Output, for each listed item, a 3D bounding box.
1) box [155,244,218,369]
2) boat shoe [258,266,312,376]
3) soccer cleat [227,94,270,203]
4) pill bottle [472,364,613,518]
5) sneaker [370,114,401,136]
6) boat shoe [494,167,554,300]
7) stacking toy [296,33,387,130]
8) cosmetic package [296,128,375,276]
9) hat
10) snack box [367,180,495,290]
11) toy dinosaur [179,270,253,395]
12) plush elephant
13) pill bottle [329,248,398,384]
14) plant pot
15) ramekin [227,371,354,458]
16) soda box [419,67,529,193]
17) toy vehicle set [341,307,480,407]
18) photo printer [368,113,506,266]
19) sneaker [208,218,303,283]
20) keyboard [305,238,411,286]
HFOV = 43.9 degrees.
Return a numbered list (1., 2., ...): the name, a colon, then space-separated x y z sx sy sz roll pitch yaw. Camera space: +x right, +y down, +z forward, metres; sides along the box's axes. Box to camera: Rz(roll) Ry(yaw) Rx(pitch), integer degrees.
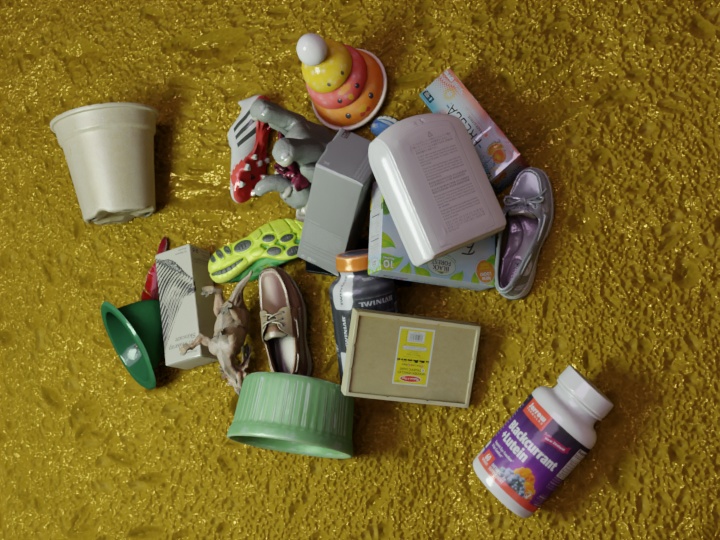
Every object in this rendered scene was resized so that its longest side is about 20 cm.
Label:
1. box: -0.303 0.065 1.571 0.081 0.068 0.204 -17 72 21
2. boat shoe: -0.128 0.092 1.460 0.074 0.072 0.204 -17 87 19
3. soccer cleat: -0.205 -0.216 1.592 0.084 0.068 0.204 5 78 34
4. pill bottle: 0.259 0.236 1.254 0.111 0.111 0.201 43 98 25
5. sneaker: 0.076 -0.171 1.443 0.089 0.078 0.201 -44 65 7
6. boat shoe: 0.243 -0.060 1.350 0.073 0.065 0.206 13 85 26
7. stacking toy: -0.053 -0.328 1.467 0.143 0.199 0.149 -5 77 23
8. cosmetic package: -0.032 -0.105 1.391 0.089 0.202 0.108 25 48 5
9. hat: -0.353 0.083 1.603 0.175 0.203 0.164 -33 31 -30
10. snack box: 0.110 -0.054 1.346 0.053 0.196 0.146 162 113 -64
11. toy dinosaur: -0.214 0.104 1.499 0.085 0.135 0.204 6 73 34
12. plush elephant: -0.110 -0.171 1.495 0.165 0.197 0.156 54 125 37
13. pill bottle: 0.008 0.071 1.370 0.104 0.106 0.204 -3 101 23
14. plant pot: -0.456 -0.188 1.642 0.197 0.200 0.188 -12 86 21
15. ramekin: -0.101 0.224 1.378 0.196 0.200 0.100 1 72 24
16. soda box: 0.179 -0.222 1.415 0.068 0.063 0.201 -39 65 12
17. toy vehicle set: 0.076 0.131 1.326 0.196 0.026 0.127 8 96 -14
18. photo printer: 0.107 -0.125 1.287 0.069 0.164 0.203 -28 85 57
19. sneaker: -0.162 -0.031 1.521 0.196 0.084 0.076 -18 76 11
20. keyboard: 0.000 0.000 1.474 0.196 0.040 0.105 8 59 27
